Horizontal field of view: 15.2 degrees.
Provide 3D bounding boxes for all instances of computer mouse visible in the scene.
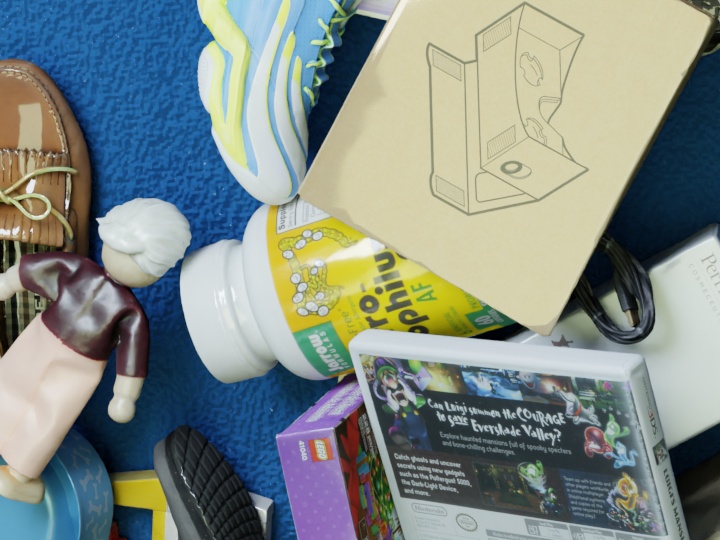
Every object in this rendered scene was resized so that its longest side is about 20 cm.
[{"bbox_3d":[0.135,-0.052,1.549,0.058,0.034,0.200,-8,74,0],"label":"computer mouse"}]

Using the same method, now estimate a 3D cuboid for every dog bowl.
[{"bbox_3d":[-0.214,0.185,1.714,0.111,0.050,0.200,23,113,28],"label":"dog bowl"}]

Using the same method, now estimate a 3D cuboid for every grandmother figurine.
[{"bbox_3d":[-0.171,0.037,1.611,0.121,0.061,0.200,39,106,4],"label":"grandmother figurine"}]

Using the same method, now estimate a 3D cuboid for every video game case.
[{"bbox_3d":[0.094,0.123,1.507,0.200,0.023,0.182,5,120,42],"label":"video game case"}]

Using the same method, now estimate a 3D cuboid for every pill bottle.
[{"bbox_3d":[0.000,0.000,1.591,0.200,0.113,0.113,-17,101,17],"label":"pill bottle"}]

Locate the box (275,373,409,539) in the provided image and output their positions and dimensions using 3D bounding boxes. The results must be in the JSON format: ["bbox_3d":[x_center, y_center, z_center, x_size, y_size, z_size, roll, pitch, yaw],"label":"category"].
[{"bbox_3d":[0.008,0.170,1.587,0.039,0.137,0.200,-9,100,18],"label":"box"}]

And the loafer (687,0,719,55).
[{"bbox_3d":[0.127,-0.159,1.514,0.199,0.068,0.076,0,120,0],"label":"loafer"}]

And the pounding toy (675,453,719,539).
[{"bbox_3d":[0.273,0.196,1.535,0.142,0.200,0.184,-31,97,19],"label":"pounding toy"}]

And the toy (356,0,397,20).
[{"bbox_3d":[0.061,-0.230,1.544,0.115,0.047,0.200,13,109,8],"label":"toy"}]

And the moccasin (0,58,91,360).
[{"bbox_3d":[-0.208,-0.028,1.651,0.073,0.078,0.202,7,107,14],"label":"moccasin"}]

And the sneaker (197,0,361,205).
[{"bbox_3d":[-0.038,-0.142,1.553,0.105,0.076,0.201,-12,87,28],"label":"sneaker"}]

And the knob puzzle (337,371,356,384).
[{"bbox_3d":[0.081,0.139,1.653,0.219,0.030,0.220,2,102,11],"label":"knob puzzle"}]

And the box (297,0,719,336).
[{"bbox_3d":[0.081,-0.089,1.489,0.163,0.021,0.200,30,102,10],"label":"box"}]

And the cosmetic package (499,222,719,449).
[{"bbox_3d":[0.145,0.064,1.575,0.200,0.074,0.102,-30,92,10],"label":"cosmetic package"}]

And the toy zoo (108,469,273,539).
[{"bbox_3d":[-0.123,0.206,1.729,0.131,0.020,0.200,6,107,12],"label":"toy zoo"}]

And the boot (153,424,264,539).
[{"bbox_3d":[-0.118,0.206,1.683,0.131,0.070,0.200,-21,96,22],"label":"boot"}]
